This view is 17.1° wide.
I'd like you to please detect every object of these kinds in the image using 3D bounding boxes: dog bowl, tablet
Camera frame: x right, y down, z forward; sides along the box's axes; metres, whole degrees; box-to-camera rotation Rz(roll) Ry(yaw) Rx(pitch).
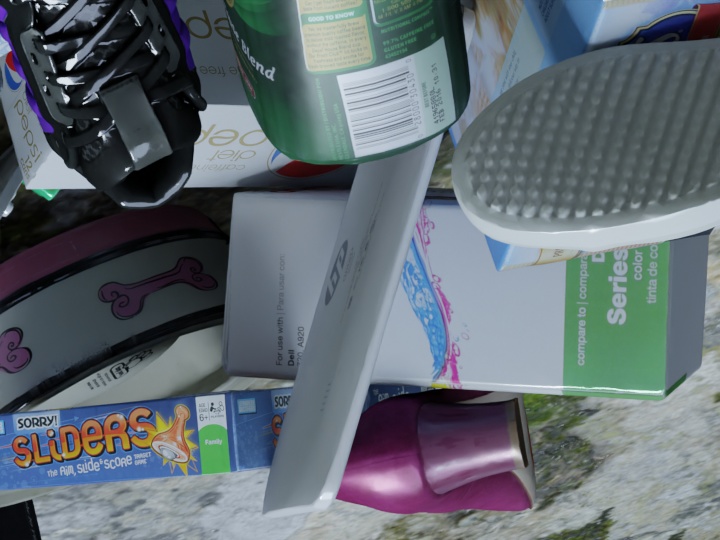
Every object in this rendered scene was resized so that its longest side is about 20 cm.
[{"bbox_3d":[-0.134,0.040,1.183,0.199,0.074,0.200,-26,165,-8],"label":"dog bowl"},{"bbox_3d":[0.000,0.000,0.956,0.014,0.201,0.130,19,169,-9],"label":"tablet"}]

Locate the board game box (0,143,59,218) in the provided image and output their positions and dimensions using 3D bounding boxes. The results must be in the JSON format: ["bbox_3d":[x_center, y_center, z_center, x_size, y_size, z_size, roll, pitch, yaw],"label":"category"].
[{"bbox_3d":[-0.211,0.044,1.053,0.026,0.201,0.200,39,129,-15],"label":"board game box"}]

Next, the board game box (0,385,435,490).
[{"bbox_3d":[-0.065,0.073,1.096,0.134,0.035,0.200,-7,177,26],"label":"board game box"}]

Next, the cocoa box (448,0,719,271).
[{"bbox_3d":[0.110,-0.110,0.926,0.130,0.134,0.200,-11,154,-14],"label":"cocoa box"}]

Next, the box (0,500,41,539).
[{"bbox_3d":[-0.245,0.172,1.261,0.123,0.201,0.197,-21,156,8],"label":"box"}]

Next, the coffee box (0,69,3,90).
[{"bbox_3d":[-0.238,-0.050,0.824,0.199,0.044,0.123,1,149,-36],"label":"coffee box"}]

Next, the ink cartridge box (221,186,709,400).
[{"bbox_3d":[0.051,0.006,1.091,0.198,0.085,0.145,3,-176,14],"label":"ink cartridge box"}]

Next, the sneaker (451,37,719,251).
[{"bbox_3d":[0.129,-0.037,0.843,0.198,0.074,0.082,-14,149,-5],"label":"sneaker"}]

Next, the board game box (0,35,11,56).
[{"bbox_3d":[-0.184,-0.121,0.821,0.199,0.041,0.200,-27,154,16],"label":"board game box"}]

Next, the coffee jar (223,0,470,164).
[{"bbox_3d":[-0.015,-0.141,0.835,0.085,0.105,0.201,-14,135,-5],"label":"coffee jar"}]

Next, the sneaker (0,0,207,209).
[{"bbox_3d":[-0.087,-0.084,0.796,0.069,0.100,0.200,-22,156,-2],"label":"sneaker"}]

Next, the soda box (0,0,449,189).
[{"bbox_3d":[-0.053,-0.079,1.043,0.199,0.064,0.068,-3,151,-35],"label":"soda box"}]

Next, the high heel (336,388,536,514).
[{"bbox_3d":[0.030,0.083,1.109,0.095,0.068,0.200,-9,169,5],"label":"high heel"}]
